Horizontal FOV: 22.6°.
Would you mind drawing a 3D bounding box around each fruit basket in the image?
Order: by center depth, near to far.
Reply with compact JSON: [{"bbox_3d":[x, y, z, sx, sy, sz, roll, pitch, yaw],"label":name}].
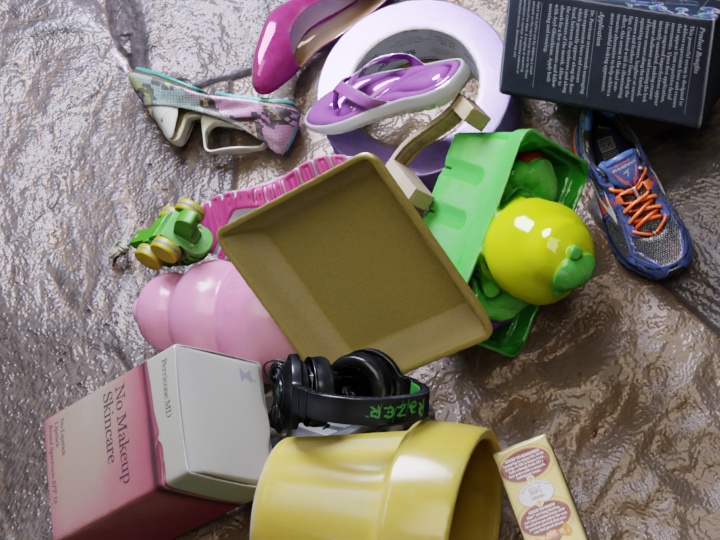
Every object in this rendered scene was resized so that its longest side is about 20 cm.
[{"bbox_3d":[0.153,-0.022,1.660,0.215,0.155,0.217,-10,71,32],"label":"fruit basket"}]

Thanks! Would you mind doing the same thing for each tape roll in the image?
[{"bbox_3d":[0.059,-0.171,1.820,0.199,0.066,0.201,-5,67,11],"label":"tape roll"}]

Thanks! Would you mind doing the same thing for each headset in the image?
[{"bbox_3d":[-0.024,0.119,1.604,0.200,0.123,0.095,15,104,53],"label":"headset"}]

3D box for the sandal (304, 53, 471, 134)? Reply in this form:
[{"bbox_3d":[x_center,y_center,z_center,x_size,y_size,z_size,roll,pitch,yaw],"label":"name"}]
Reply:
[{"bbox_3d":[0.021,-0.181,1.727,0.202,0.050,0.083,-9,34,41],"label":"sandal"}]

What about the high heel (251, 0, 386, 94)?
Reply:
[{"bbox_3d":[-0.035,-0.250,1.864,0.095,0.068,0.200,12,48,28],"label":"high heel"}]

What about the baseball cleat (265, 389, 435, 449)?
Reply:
[{"bbox_3d":[-0.033,0.143,1.705,0.199,0.070,0.107,-22,64,3],"label":"baseball cleat"}]

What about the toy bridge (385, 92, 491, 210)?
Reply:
[{"bbox_3d":[0.045,-0.081,1.698,0.200,0.027,0.067,-55,37,15],"label":"toy bridge"}]

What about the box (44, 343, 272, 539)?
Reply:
[{"bbox_3d":[-0.187,0.168,1.661,0.200,0.109,0.129,-30,57,36],"label":"box"}]

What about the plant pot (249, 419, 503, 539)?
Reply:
[{"bbox_3d":[0.012,0.223,1.587,0.188,0.201,0.202,8,69,18],"label":"plant pot"}]

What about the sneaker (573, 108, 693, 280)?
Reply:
[{"bbox_3d":[0.253,-0.078,1.725,0.075,0.078,0.201,-28,64,1],"label":"sneaker"}]

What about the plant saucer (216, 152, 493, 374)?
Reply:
[{"bbox_3d":[0.000,0.000,1.617,0.199,0.200,0.048,-25,16,37],"label":"plant saucer"}]

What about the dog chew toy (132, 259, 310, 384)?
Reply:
[{"bbox_3d":[-0.129,0.043,1.746,0.199,0.125,0.125,4,68,23],"label":"dog chew toy"}]

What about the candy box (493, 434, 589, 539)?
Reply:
[{"bbox_3d":[0.179,0.257,1.579,0.055,0.116,0.201,-20,64,3],"label":"candy box"}]

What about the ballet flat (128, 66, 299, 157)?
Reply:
[{"bbox_3d":[-0.160,-0.159,1.871,0.199,0.069,0.072,14,86,17],"label":"ballet flat"}]

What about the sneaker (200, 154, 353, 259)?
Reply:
[{"bbox_3d":[-0.056,-0.066,1.781,0.199,0.088,0.082,-11,91,16],"label":"sneaker"}]

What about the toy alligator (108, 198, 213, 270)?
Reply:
[{"bbox_3d":[-0.190,-0.024,1.786,0.054,0.200,0.059,38,65,-18],"label":"toy alligator"}]

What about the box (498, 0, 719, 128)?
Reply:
[{"bbox_3d":[0.251,-0.221,1.734,0.199,0.148,0.108,12,114,17],"label":"box"}]
